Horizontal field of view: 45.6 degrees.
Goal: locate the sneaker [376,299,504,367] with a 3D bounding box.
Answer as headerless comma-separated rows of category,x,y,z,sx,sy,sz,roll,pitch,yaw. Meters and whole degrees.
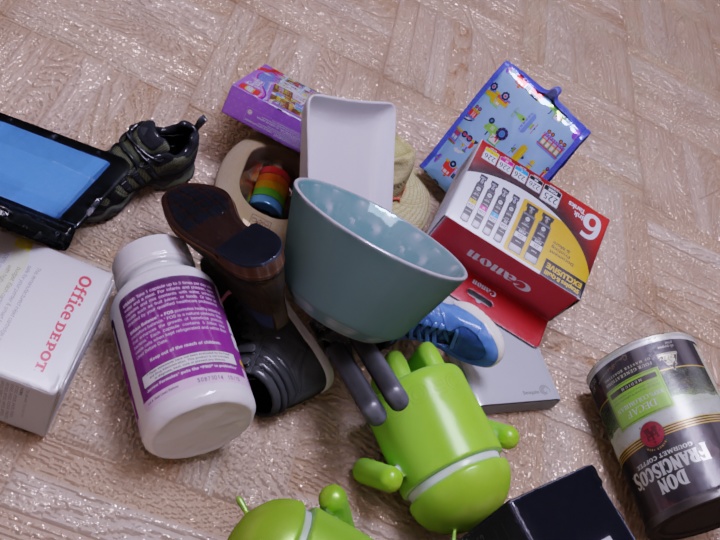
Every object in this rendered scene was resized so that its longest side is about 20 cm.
sneaker,0.061,0.066,0.982,0.199,0.078,0.111,35,40,19

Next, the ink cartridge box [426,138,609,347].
ink cartridge box,0.190,-0.033,1.082,0.198,0.084,0.177,30,62,-3

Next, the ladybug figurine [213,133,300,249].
ladybug figurine,-0.113,-0.078,1.018,0.134,0.072,0.202,26,45,-10

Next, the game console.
game console,-0.359,-0.109,0.831,0.197,0.176,0.118,20,83,13

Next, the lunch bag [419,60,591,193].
lunch bag,0.204,-0.174,1.178,0.150,0.201,0.094,43,29,8

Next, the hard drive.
hard drive,0.160,0.081,1.079,0.130,0.027,0.202,1,55,-29

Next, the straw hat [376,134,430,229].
straw hat,0.028,-0.138,1.138,0.198,0.085,0.204,16,48,-19

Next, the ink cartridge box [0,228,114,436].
ink cartridge box,-0.346,0.041,0.779,0.197,0.084,0.147,23,46,-11

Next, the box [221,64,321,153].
box,-0.089,-0.205,1.100,0.135,0.039,0.200,27,21,-4

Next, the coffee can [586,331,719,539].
coffee can,0.373,0.198,1.024,0.144,0.147,0.202,4,52,-27

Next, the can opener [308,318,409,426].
can opener,-0.001,0.096,0.900,0.053,0.067,0.200,-32,36,-3

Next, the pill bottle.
pill bottle,-0.180,0.068,0.832,0.111,0.113,0.202,-4,54,-32

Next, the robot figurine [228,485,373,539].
robot figurine,-0.035,0.275,0.736,0.198,0.116,0.177,29,50,-5

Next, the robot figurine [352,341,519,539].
robot figurine,0.081,0.179,0.891,0.173,0.116,0.202,-11,61,-30

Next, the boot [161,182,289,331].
boot,-0.140,-0.015,0.879,0.074,0.098,0.199,-30,43,-23

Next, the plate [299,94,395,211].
plate,-0.020,-0.099,1.007,0.032,0.204,0.199,8,10,30

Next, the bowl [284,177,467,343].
bowl,0.000,0.000,0.875,0.198,0.106,0.201,26,14,-7

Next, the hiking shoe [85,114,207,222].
hiking shoe,-0.260,-0.125,0.951,0.076,0.101,0.199,45,46,12

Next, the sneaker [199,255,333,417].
sneaker,-0.121,0.066,0.897,0.201,0.071,0.099,49,42,8

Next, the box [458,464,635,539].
box,0.168,0.319,0.769,0.116,0.201,0.198,-10,59,-36
